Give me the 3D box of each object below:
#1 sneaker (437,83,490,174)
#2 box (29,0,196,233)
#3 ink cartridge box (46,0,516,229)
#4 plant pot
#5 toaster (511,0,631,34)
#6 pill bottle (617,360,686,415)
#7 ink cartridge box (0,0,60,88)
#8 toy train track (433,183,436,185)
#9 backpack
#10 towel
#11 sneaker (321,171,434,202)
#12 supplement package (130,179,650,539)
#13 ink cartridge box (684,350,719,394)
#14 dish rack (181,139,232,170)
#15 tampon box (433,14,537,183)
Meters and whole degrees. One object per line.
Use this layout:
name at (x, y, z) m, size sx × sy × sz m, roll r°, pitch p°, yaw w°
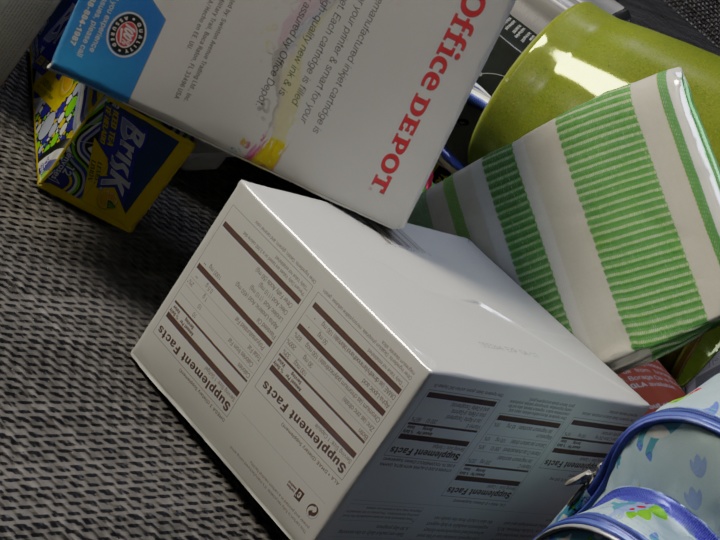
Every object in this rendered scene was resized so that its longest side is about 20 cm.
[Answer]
sneaker at (0.106, -0.063, 1.372) m, size 0.200 × 0.075 × 0.088 m, roll 36°, pitch 9°, yaw 0°
box at (-0.149, -0.106, 1.167) m, size 0.064 × 0.070 × 0.200 m, roll 30°, pitch 20°, yaw -25°
ink cartridge box at (-0.036, -0.137, 1.049) m, size 0.200 × 0.147 × 0.145 m, roll 26°, pitch 12°, yaw -6°
plant pot at (0.177, -0.062, 1.229) m, size 0.193 × 0.200 × 0.200 m, roll 37°, pitch 18°, yaw 15°
toaster at (0.125, -0.161, 1.641) m, size 0.119 × 0.181 × 0.200 m, roll 36°, pitch 17°, yaw 5°
pill bottle at (0.126, 0.083, 1.147) m, size 0.112 × 0.112 × 0.200 m, roll 21°, pitch 24°, yaw -40°
ink cartridge box at (-0.224, -0.242, 1.149) m, size 0.084 × 0.200 × 0.176 m, roll 13°, pitch 31°, yaw -53°
toy train track at (0.055, -0.051, 1.320) m, size 0.115 × 0.033 × 0.200 m, roll 69°, pitch -13°, yaw -13°
backpack at (0.162, 0.155, 0.900) m, size 0.147 × 0.200 × 0.183 m, roll -18°, pitch 56°, yaw -45°
towel at (0.113, -0.006, 1.083) m, size 0.023 × 0.200 × 0.153 m, roll 10°, pitch 57°, yaw -52°
sneaker at (0.000, 0.000, 1.205) m, size 0.200 × 0.084 × 0.077 m, roll -71°, pitch 146°, yaw -58°
supplement package at (0.017, 0.056, 1.004) m, size 0.200 × 0.111 × 0.156 m, roll 13°, pitch 25°, yaw -52°
ink cartridge box at (0.278, 0.126, 1.336) m, size 0.176 × 0.045 × 0.200 m, roll 57°, pitch 16°, yaw -9°
dish rack at (-0.033, -0.100, 1.270) m, size 0.200 × 0.044 × 0.172 m, roll -2°, pitch 16°, yaw 9°
tampon box at (0.117, -0.085, 1.479) m, size 0.200 × 0.150 × 0.126 m, roll 37°, pitch 17°, yaw 1°
